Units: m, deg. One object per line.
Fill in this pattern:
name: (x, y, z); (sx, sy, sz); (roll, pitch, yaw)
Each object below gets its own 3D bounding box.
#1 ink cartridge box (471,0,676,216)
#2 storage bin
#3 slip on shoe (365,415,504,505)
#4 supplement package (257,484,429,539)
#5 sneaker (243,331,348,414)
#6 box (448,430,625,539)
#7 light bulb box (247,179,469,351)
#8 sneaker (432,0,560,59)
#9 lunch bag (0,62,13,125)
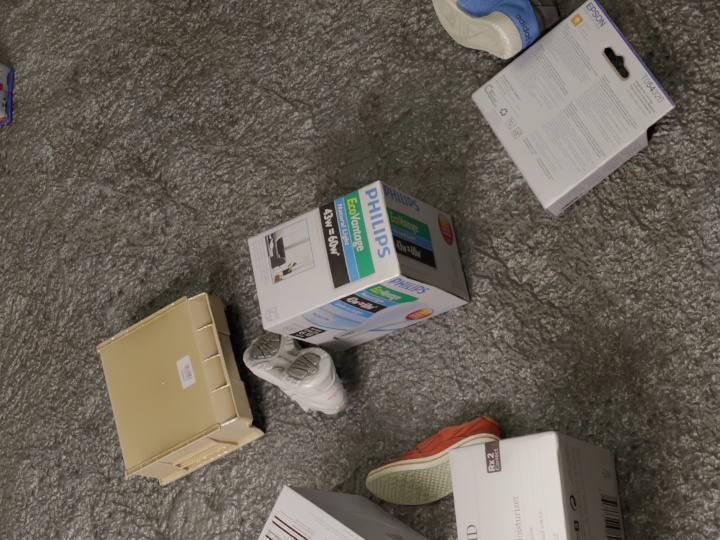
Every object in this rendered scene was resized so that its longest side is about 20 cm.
ink cartridge box: (0.264, -0.203, 1.594); (0.199, 0.043, 0.197); (-37, 60, 15)
storage bin: (-0.247, 0.161, 1.775); (0.197, 0.093, 0.202); (-28, 65, 21)
slip on shoe: (0.093, 0.233, 1.577); (0.199, 0.074, 0.062); (-29, 30, 28)
supplement package: (-0.033, 0.384, 1.531); (0.146, 0.191, 0.202); (28, 93, 33)
sneaker: (-0.084, 0.142, 1.692); (0.078, 0.100, 0.200); (-40, 31, -14)
box: (0.201, 0.293, 1.410); (0.129, 0.200, 0.201); (-14, 71, 26)
light bulb box: (0.000, 0.000, 1.606); (0.198, 0.198, 0.126); (-22, 69, 25)
sneaker: (0.180, -0.342, 1.666); (0.111, 0.077, 0.200); (-32, 32, -12)
lunch bag: (-0.701, -0.289, 2.117); (0.198, 0.170, 0.125); (-11, 67, 26)
